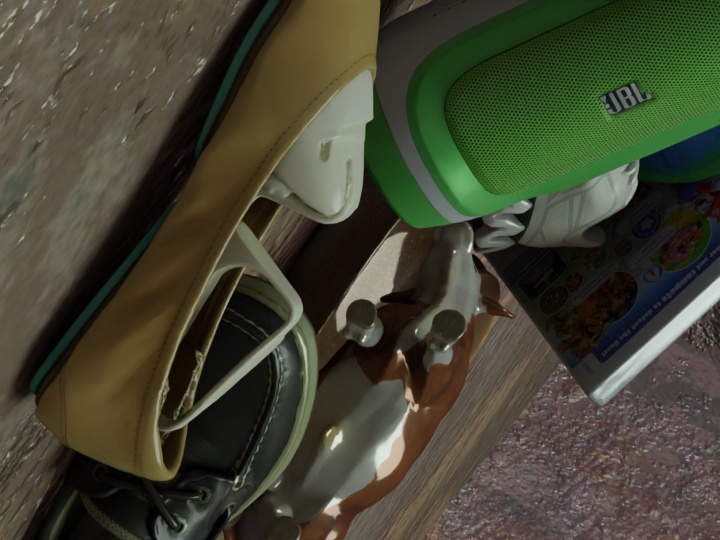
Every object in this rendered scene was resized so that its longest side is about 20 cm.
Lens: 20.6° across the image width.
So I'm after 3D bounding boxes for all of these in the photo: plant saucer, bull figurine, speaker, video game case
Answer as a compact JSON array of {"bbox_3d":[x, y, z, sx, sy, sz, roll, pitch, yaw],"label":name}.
[{"bbox_3d":[0.000,0.000,0.990,0.201,0.037,0.200,-52,171,-11],"label":"plant saucer"},{"bbox_3d":[0.004,0.059,0.918,0.200,0.065,0.121,-55,167,-8],"label":"bull figurine"},{"bbox_3d":[0.095,-0.087,0.748,0.200,0.089,0.088,-23,179,16],"label":"speaker"},{"bbox_3d":[0.141,-0.032,1.131,0.143,0.200,0.018,-43,130,9],"label":"video game case"}]

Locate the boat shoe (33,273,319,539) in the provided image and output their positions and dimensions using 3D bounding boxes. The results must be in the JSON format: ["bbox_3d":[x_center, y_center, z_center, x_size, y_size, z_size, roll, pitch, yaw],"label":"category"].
[{"bbox_3d":[-0.081,0.087,0.785,0.201,0.072,0.066,-56,177,36],"label":"boat shoe"}]

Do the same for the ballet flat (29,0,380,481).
[{"bbox_3d":[-0.035,-0.017,0.662,0.200,0.063,0.069,-57,171,12],"label":"ballet flat"}]

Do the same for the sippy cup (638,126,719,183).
[{"bbox_3d":[0.167,-0.139,1.081,0.130,0.178,0.140,-62,138,-29],"label":"sippy cup"}]

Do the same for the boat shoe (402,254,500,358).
[{"bbox_3d":[0.004,0.060,1.146,0.070,0.070,0.200,12,123,-44],"label":"boat shoe"}]

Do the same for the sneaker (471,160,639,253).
[{"bbox_3d":[0.112,-0.072,1.041,0.200,0.081,0.075,105,-4,-62],"label":"sneaker"}]
